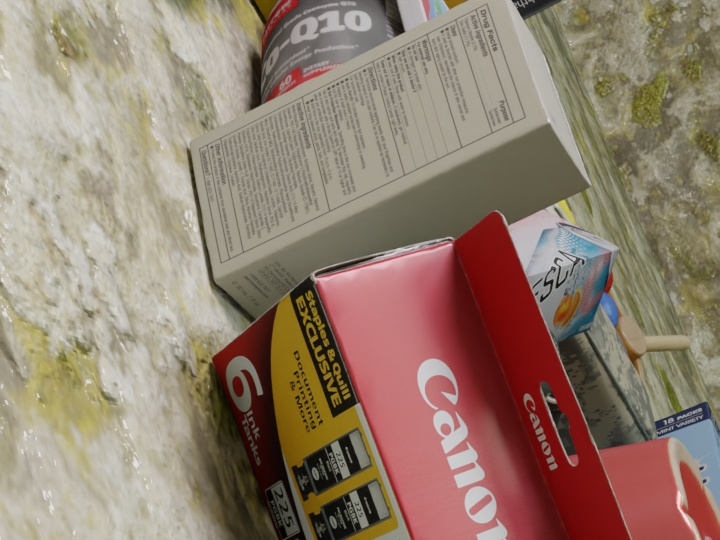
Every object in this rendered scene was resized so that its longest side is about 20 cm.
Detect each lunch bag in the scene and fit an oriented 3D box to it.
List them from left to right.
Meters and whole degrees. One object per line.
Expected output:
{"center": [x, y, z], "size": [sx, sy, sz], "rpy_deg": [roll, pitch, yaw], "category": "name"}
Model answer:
{"center": [0.128, 0.058, 1.227], "size": [0.200, 0.138, 0.169], "rpy_deg": [54, 23, -37], "category": "lunch bag"}

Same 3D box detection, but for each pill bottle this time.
{"center": [-0.010, -0.127, 1.084], "size": [0.114, 0.113, 0.201], "rpy_deg": [56, 18, -33], "category": "pill bottle"}

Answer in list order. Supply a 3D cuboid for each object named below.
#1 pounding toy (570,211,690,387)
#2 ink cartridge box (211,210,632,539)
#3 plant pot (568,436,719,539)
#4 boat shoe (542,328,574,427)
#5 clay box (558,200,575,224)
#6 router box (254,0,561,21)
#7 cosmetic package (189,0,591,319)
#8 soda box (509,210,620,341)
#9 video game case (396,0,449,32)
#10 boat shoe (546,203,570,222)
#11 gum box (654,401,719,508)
{"center": [0.213, 0.064, 1.508], "size": [0.201, 0.141, 0.185], "rpy_deg": [59, 17, -24], "category": "pounding toy"}
{"center": [0.027, 0.097, 0.751], "size": [0.083, 0.175, 0.202], "rpy_deg": [-15, 77, -30], "category": "ink cartridge box"}
{"center": [0.132, 0.197, 0.965], "size": [0.201, 0.176, 0.201], "rpy_deg": [58, 17, -30], "category": "plant pot"}
{"center": [0.072, 0.048, 0.880], "size": [0.072, 0.068, 0.200], "rpy_deg": [40, -5, 28], "category": "boat shoe"}
{"center": [0.121, -0.085, 1.442], "size": [0.116, 0.047, 0.200], "rpy_deg": [62, -13, -14], "category": "clay box"}
{"center": [0.026, -0.220, 1.180], "size": [0.150, 0.199, 0.051], "rpy_deg": [57, 15, -30], "category": "router box"}
{"center": [0.013, -0.058, 0.891], "size": [0.073, 0.199, 0.104], "rpy_deg": [47, 24, -52], "category": "cosmetic package"}
{"center": [0.083, 0.012, 1.012], "size": [0.068, 0.064, 0.199], "rpy_deg": [29, 23, 26], "category": "soda box"}
{"center": [0.075, -0.111, 1.102], "size": [0.200, 0.017, 0.144], "rpy_deg": [47, 24, -51], "category": "video game case"}
{"center": [0.107, -0.061, 1.277], "size": [0.200, 0.072, 0.066], "rpy_deg": [40, 48, -27], "category": "boat shoe"}
{"center": [0.194, 0.189, 1.203], "size": [0.045, 0.169, 0.200], "rpy_deg": [61, 15, -19], "category": "gum box"}
